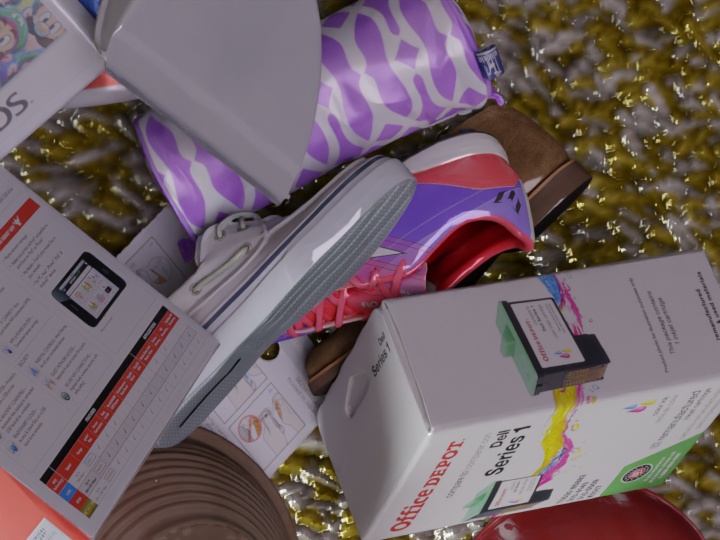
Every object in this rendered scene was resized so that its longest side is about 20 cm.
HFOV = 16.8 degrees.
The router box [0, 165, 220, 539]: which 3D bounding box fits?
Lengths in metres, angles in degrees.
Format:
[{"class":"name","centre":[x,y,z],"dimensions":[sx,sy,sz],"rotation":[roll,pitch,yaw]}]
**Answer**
[{"class":"router box","centre":[-0.174,0.037,1.152],"dimensions":[0.179,0.200,0.049],"rotation":[39,118,-4]}]

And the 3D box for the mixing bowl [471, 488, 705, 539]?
[{"class":"mixing bowl","centre":[0.149,0.233,1.442],"dimensions":[0.198,0.108,0.202],"rotation":[-3,101,-18]}]

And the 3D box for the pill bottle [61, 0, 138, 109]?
[{"class":"pill bottle","centre":[-0.142,-0.191,1.255],"dimensions":[0.111,0.112,0.202],"rotation":[-12,103,-16]}]

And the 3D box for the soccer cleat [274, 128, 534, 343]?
[{"class":"soccer cleat","centre":[0.000,0.000,1.322],"dimensions":[0.199,0.074,0.068],"rotation":[-29,146,4]}]

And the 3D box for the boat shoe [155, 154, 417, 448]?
[{"class":"boat shoe","centre":[-0.060,0.002,1.273],"dimensions":[0.200,0.074,0.067],"rotation":[-45,74,5]}]

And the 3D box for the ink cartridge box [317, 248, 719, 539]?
[{"class":"ink cartridge box","centre":[0.093,0.070,1.355],"dimensions":[0.198,0.145,0.085],"rotation":[-9,63,-22]}]

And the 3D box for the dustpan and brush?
[{"class":"dustpan and brush","centre":[-0.061,-0.151,1.240],"dimensions":[0.139,0.057,0.201],"rotation":[37,68,-36]}]

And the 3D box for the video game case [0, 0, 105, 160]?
[{"class":"video game case","centre":[-0.248,-0.127,1.217],"dimensions":[0.182,0.024,0.200],"rotation":[-37,103,25]}]

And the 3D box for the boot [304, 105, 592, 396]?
[{"class":"boot","centre":[0.034,-0.011,1.387],"dimensions":[0.200,0.074,0.076],"rotation":[-43,83,-4]}]

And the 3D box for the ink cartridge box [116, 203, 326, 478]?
[{"class":"ink cartridge box","centre":[-0.124,0.080,1.361],"dimensions":[0.200,0.057,0.163],"rotation":[-49,113,-26]}]

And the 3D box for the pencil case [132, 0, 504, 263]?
[{"class":"pencil case","centre":[-0.024,-0.086,1.313],"dimensions":[0.199,0.084,0.086],"rotation":[-25,128,1]}]

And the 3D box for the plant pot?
[{"class":"plant pot","centre":[-0.105,0.180,1.293],"dimensions":[0.199,0.092,0.203],"rotation":[-1,92,-31]}]
